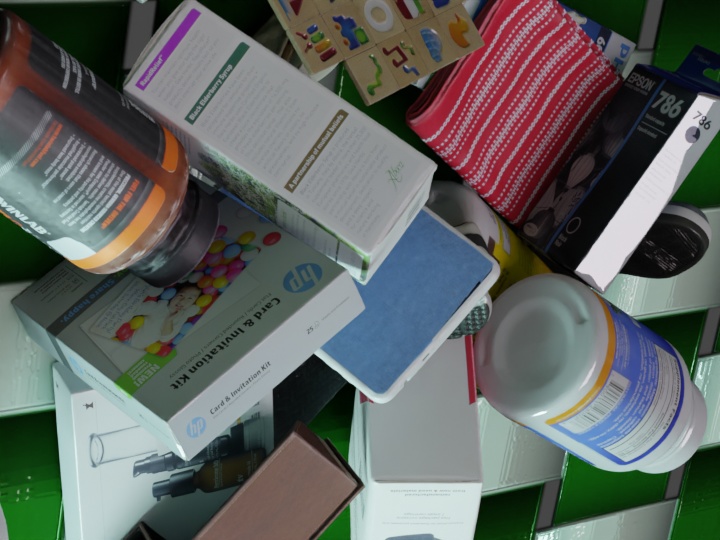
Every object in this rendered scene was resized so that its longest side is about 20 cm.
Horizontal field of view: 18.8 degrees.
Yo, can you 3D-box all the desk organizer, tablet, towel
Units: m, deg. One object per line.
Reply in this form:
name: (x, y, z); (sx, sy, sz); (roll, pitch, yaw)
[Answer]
desk organizer: (-0.100, 0.188, 1.525); (0.200, 0.072, 0.077); (-47, 124, 2)
tablet: (-0.016, -0.012, 1.508); (0.130, 0.200, 0.014); (-47, 158, -12)
towel: (0.126, -0.119, 1.609); (0.145, 0.022, 0.200); (-54, 136, -2)

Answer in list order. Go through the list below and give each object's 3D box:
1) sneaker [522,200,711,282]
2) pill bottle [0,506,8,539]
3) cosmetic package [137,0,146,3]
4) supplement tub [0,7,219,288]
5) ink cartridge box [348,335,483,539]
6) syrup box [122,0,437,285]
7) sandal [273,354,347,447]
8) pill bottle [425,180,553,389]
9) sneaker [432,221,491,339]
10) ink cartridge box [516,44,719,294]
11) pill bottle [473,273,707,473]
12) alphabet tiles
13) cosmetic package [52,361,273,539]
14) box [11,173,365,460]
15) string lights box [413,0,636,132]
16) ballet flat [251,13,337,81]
sneaker: (0.214, -0.054, 1.701); (0.084, 0.199, 0.121); (42, 62, -25)
pill bottle: (-0.333, 0.184, 1.383); (0.199, 0.113, 0.114); (-5, 115, -40)
cosmetic package: (-0.101, -0.264, 1.364); (0.200, 0.103, 0.073); (-40, 133, -17)
supplement tub: (-0.181, -0.068, 1.366); (0.200, 0.107, 0.107); (38, 85, -32)
ink cartridge box: (0.038, 0.149, 1.613); (0.083, 0.146, 0.201); (1, 143, -4)
syrup box: (-0.054, -0.084, 1.423); (0.082, 0.199, 0.079); (-53, 173, -14)
sandal: (-0.066, 0.096, 1.628); (0.075, 0.045, 0.201); (20, 112, -39)
pill bottle: (0.094, 0.023, 1.676); (0.110, 0.109, 0.200); (-54, 135, -5)
sneaker: (0.000, 0.000, 1.558); (0.074, 0.198, 0.080); (85, 14, -49)
ink cartridge box: (0.204, -0.086, 1.609); (0.039, 0.099, 0.201); (36, 91, -28)
pill bottle: (0.179, 0.085, 1.626); (0.200, 0.112, 0.113); (30, 90, -49)
alphabet tiles: (0.005, -0.205, 1.463); (0.199, 0.006, 0.167); (-31, 91, -45)
cosmetic package: (-0.138, 0.147, 1.559); (0.149, 0.052, 0.202); (-11, 119, -19)
box: (-0.116, 0.024, 1.428); (0.156, 0.200, 0.041); (-40, 132, -17)
string lights box: (0.109, -0.164, 1.629); (0.199, 0.059, 0.103); (19, 99, -45)
ballet flat: (-0.011, -0.187, 1.510); (0.201, 0.062, 0.067); (-54, 134, -6)
